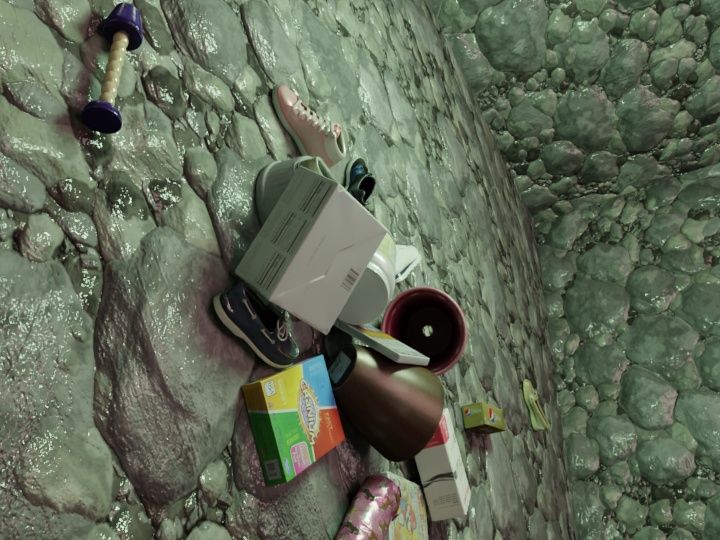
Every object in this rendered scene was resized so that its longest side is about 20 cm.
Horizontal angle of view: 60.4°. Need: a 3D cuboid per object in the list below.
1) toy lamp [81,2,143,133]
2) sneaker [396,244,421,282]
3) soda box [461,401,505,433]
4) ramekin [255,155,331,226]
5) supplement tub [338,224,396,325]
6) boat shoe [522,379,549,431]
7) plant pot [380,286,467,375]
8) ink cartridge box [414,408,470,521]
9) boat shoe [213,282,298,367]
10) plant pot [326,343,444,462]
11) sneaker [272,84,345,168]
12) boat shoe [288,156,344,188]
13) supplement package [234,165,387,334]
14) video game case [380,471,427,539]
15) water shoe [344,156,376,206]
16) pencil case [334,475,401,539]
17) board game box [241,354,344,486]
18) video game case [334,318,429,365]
[{"bbox_3d":[-0.334,-0.282,0.845,0.058,0.057,0.206,37,46,-50],"label":"toy lamp"},{"bbox_3d":[0.097,-0.033,1.563,0.082,0.075,0.200,58,26,-8],"label":"sneaker"},{"bbox_3d":[0.366,0.438,1.826,0.199,0.066,0.066,31,47,-55],"label":"soda box"},{"bbox_3d":[-0.103,-0.120,1.173,0.202,0.092,0.208,43,38,-47],"label":"ramekin"},{"bbox_3d":[0.000,0.000,1.219,0.148,0.141,0.202,61,17,-22],"label":"supplement tub"},{"bbox_3d":[0.690,0.528,2.439,0.073,0.061,0.208,4,71,-63],"label":"boat shoe"},{"bbox_3d":[0.156,0.144,1.456,0.179,0.194,0.207,21,55,-77],"label":"plant pot"},{"bbox_3d":[0.181,0.437,1.404,0.144,0.082,0.207,-3,77,-75],"label":"ink cartridge box"},{"bbox_3d":[-0.150,0.086,0.981,0.201,0.061,0.076,51,16,-39],"label":"boat shoe"},{"bbox_3d":[0.028,0.229,1.170,0.198,0.185,0.191,37,41,-28],"label":"plant pot"},{"bbox_3d":[-0.097,-0.306,1.288,0.204,0.102,0.076,60,30,-23],"label":"sneaker"},{"bbox_3d":[-0.051,-0.122,1.101,0.200,0.060,0.074,44,38,-47],"label":"boat shoe"},{"bbox_3d":[-0.077,-0.031,1.003,0.155,0.110,0.203,37,84,-48],"label":"supplement package"},{"bbox_3d":[0.093,0.533,1.262,0.182,0.022,0.206,42,40,-49],"label":"video game case"},{"bbox_3d":[0.007,-0.204,1.466,0.072,0.077,0.204,54,31,-34],"label":"water shoe"},{"bbox_3d":[0.011,0.451,1.081,0.200,0.084,0.086,-45,146,-61],"label":"pencil case"},{"bbox_3d":[-0.104,0.237,1.017,0.199,0.039,0.158,-12,86,-65],"label":"board game box"},{"bbox_3d":[0.027,0.130,1.204,0.142,0.197,0.018,20,96,-59],"label":"video game case"}]
